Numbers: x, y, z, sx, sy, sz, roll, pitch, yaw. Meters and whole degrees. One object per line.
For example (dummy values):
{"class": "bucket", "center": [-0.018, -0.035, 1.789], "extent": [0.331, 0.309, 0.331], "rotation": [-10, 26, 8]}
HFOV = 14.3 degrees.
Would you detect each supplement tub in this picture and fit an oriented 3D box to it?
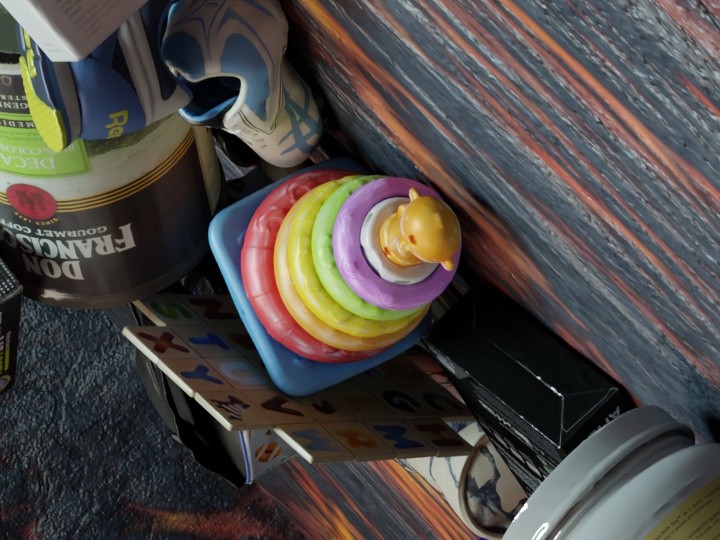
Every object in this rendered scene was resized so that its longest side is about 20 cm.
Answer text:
{"class": "supplement tub", "center": [0.172, 0.174, 1.355], "extent": [0.200, 0.145, 0.145], "rotation": [43, 171, 24]}

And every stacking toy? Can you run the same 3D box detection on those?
{"class": "stacking toy", "center": [0.009, -0.012, 1.507], "extent": [0.116, 0.110, 0.200], "rotation": [65, 158, 0]}

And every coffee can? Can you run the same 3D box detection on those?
{"class": "coffee can", "center": [-0.159, -0.097, 1.567], "extent": [0.146, 0.146, 0.200], "rotation": [41, 156, 33]}

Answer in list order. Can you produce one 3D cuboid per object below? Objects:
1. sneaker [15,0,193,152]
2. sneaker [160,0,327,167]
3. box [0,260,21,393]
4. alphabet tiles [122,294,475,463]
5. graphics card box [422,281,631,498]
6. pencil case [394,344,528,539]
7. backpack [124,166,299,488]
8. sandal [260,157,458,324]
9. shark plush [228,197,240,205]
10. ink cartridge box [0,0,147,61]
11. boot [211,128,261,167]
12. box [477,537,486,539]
{"class": "sneaker", "center": [-0.130, -0.161, 1.403], "extent": [0.074, 0.082, 0.201], "rotation": [-167, 71, -75]}
{"class": "sneaker", "center": [-0.067, -0.098, 1.518], "extent": [0.072, 0.072, 0.200], "rotation": [42, 172, 19]}
{"class": "box", "center": [-0.269, -0.025, 1.635], "extent": [0.200, 0.044, 0.160], "rotation": [51, 159, 13]}
{"class": "alphabet tiles", "center": [-0.032, 0.058, 1.611], "extent": [0.200, 0.006, 0.166], "rotation": [1, -150, -47]}
{"class": "graphics card box", "center": [0.120, 0.104, 1.602], "extent": [0.125, 0.051, 0.200], "rotation": [39, 170, 42]}
{"class": "pencil case", "center": [0.058, 0.108, 1.826], "extent": [0.089, 0.078, 0.200], "rotation": [47, 172, -28]}
{"class": "backpack", "center": [-0.081, 0.034, 1.845], "extent": [0.200, 0.154, 0.191], "rotation": [-138, 35, -61]}
{"class": "sandal", "center": [0.000, 0.000, 1.674], "extent": [0.200, 0.054, 0.080], "rotation": [44, 177, -35]}
{"class": "shark plush", "center": [-0.127, -0.038, 1.746], "extent": [0.200, 0.083, 0.091], "rotation": [30, 172, 28]}
{"class": "ink cartridge box", "center": [-0.159, -0.207, 1.317], "extent": [0.200, 0.115, 0.068], "rotation": [49, 170, -15]}
{"class": "boot", "center": [-0.137, -0.145, 1.700], "extent": [0.200, 0.070, 0.132], "rotation": [39, 173, -27]}
{"class": "box", "center": [0.111, 0.297, 2.074], "extent": [0.105, 0.184, 0.200], "rotation": [49, 171, -23]}
